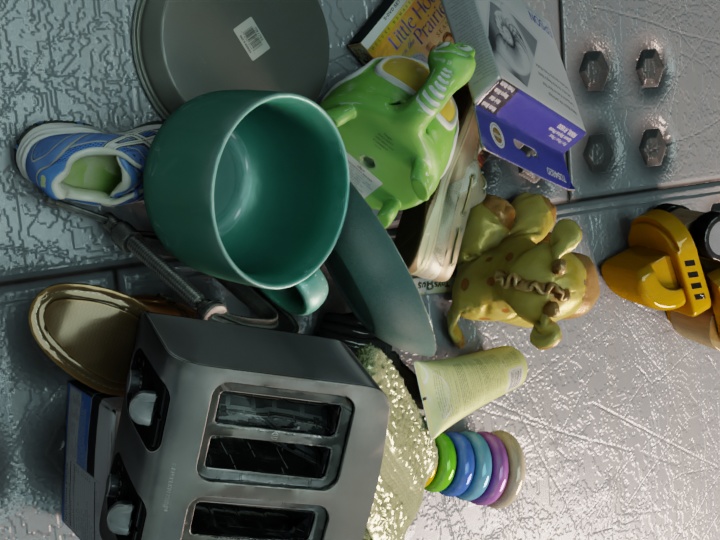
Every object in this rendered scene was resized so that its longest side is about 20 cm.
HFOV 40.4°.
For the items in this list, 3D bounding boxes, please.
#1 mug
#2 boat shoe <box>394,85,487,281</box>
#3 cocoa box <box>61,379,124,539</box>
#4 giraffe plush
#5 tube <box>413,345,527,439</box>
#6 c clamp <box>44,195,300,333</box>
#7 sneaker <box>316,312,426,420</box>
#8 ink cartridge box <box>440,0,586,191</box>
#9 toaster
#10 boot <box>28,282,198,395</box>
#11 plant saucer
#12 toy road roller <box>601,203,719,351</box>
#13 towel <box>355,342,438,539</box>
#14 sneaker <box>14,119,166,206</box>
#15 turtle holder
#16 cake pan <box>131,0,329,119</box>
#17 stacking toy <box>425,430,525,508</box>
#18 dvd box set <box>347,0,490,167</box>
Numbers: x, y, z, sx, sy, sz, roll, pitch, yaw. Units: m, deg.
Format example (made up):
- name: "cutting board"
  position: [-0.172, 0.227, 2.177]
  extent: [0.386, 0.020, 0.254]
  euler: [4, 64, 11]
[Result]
- name: "mug"
  position: [-0.100, -0.053, 0.796]
  extent: [0.152, 0.114, 0.186]
  euler: [-6, 104, -48]
- name: "boat shoe"
  position: [0.093, -0.088, 1.005]
  extent: [0.065, 0.072, 0.201]
  euler: [15, 93, -26]
- name: "cocoa box"
  position: [-0.146, 0.166, 0.860]
  extent: [0.199, 0.131, 0.134]
  euler: [1, 94, -33]
- name: "giraffe plush"
  position: [0.181, 0.004, 1.040]
  extent: [0.199, 0.162, 0.173]
  euler: [-23, 106, -30]
- name: "tube"
  position: [0.113, 0.117, 1.029]
  extent: [0.200, 0.058, 0.052]
  euler: [-10, 134, -57]
- name: "c clamp"
  position: [-0.148, 0.006, 0.826]
  extent: [0.171, 0.200, 0.027]
  euler: [11, 111, -60]
- name: "sneaker"
  position: [0.032, 0.095, 1.007]
  extent: [0.199, 0.071, 0.100]
  euler: [17, 83, -34]
- name: "ink cartridge box"
  position: [0.161, -0.195, 0.991]
  extent: [0.199, 0.041, 0.201]
  euler: [13, 59, -52]
- name: "toaster"
  position: [-0.081, 0.140, 0.718]
  extent: [0.199, 0.119, 0.182]
  euler: [10, 101, -21]
- name: "boot"
  position: [-0.194, 0.047, 0.805]
  extent: [0.200, 0.155, 0.074]
  euler: [29, 91, -35]
- name: "plant saucer"
  position: [0.000, 0.000, 0.888]
  extent: [0.039, 0.201, 0.202]
  euler: [-30, 111, -9]
- name: "toy road roller"
  position: [0.388, 0.019, 1.208]
  extent: [0.146, 0.123, 0.201]
  euler: [-26, 108, -13]
- name: "towel"
  position: [0.018, 0.175, 0.906]
  extent: [0.149, 0.036, 0.200]
  euler: [-64, 144, -32]
- name: "sneaker"
  position: [-0.186, -0.084, 0.835]
  extent: [0.199, 0.077, 0.076]
  euler: [-7, 122, -28]
- name: "turtle holder"
  position: [0.027, -0.146, 0.926]
  extent: [0.132, 0.140, 0.186]
  euler: [-58, 164, -33]
- name: "cake pan"
  position: [-0.110, -0.210, 0.908]
  extent: [0.200, 0.037, 0.201]
  euler: [-3, 95, -33]
- name: "stacking toy"
  position: [0.076, 0.206, 1.044]
  extent: [0.199, 0.085, 0.086]
  euler: [10, 89, -29]
- name: "dvd box set"
  position: [0.094, -0.219, 1.044]
  extent: [0.200, 0.029, 0.147]
  euler: [46, 70, -28]
